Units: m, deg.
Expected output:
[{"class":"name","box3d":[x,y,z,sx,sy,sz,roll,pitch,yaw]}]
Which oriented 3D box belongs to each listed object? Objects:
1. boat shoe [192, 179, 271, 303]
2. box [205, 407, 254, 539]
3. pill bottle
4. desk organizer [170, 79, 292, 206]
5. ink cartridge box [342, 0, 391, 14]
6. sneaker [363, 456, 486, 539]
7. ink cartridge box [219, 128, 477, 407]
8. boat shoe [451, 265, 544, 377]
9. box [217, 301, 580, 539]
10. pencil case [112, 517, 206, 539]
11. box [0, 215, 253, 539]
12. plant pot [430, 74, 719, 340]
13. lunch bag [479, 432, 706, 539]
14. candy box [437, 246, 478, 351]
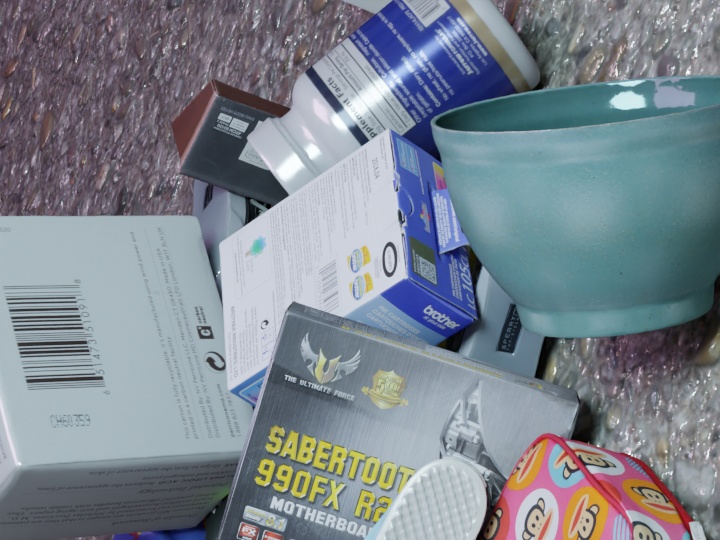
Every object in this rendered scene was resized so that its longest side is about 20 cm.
[{"class":"boat shoe","box3d":[-0.094,-0.028,1.802,0.074,0.068,0.200,-51,21,24]},{"class":"box","box3d":[-0.030,0.107,1.729,0.149,0.124,0.201,-47,33,44]},{"class":"pill bottle","box3d":[0.022,-0.123,1.692,0.200,0.116,0.116,-38,30,3]},{"class":"desk organizer","box3d":[-0.042,-0.091,1.796,0.072,0.199,0.077,-61,25,23]},{"class":"ink cartridge box","box3d":[-0.005,-0.320,1.935,0.084,0.144,0.201,-48,34,40]},{"class":"sneaker","box3d":[0.017,0.206,1.441,0.200,0.074,0.082,-51,-10,-1]},{"class":"ink cartridge box","box3d":[0.000,0.000,1.579,0.200,0.076,0.137,-34,43,30]},{"class":"boat shoe","box3d":[0.108,0.005,1.583,0.086,0.074,0.203,-113,38,-66]},{"class":"box","box3d":[0.025,0.126,1.500,0.048,0.199,0.159,-68,-4,-81]},{"class":"pencil case","box3d":[-0.132,0.163,1.785,0.086,0.078,0.201,-4,47,24]},{"class":"box","box3d":[-0.200,0.077,1.662,0.131,0.199,0.200,-46,54,47]},{"class":"plant pot","box3d":[0.148,-0.036,1.402,0.200,0.199,0.135,-161,62,-66]},{"class":"lunch bag","box3d":[0.125,0.213,1.379,0.201,0.082,0.176,-66,25,14]},{"class":"candy box","box3d":[0.066,0.001,1.649,0.102,0.026,0.201,82,-160,-73]}]
